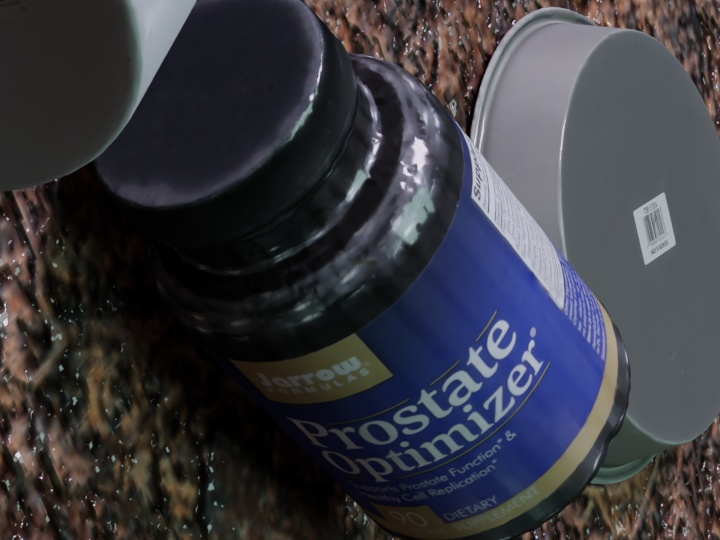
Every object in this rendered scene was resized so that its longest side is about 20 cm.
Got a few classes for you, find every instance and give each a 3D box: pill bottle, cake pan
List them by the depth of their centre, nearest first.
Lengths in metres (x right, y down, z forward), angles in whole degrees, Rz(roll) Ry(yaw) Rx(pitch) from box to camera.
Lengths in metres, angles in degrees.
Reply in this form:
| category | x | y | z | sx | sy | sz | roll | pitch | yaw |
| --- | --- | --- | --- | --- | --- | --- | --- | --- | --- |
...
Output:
| category | x | y | z | sx | sy | sz | roll | pitch | yaw |
| --- | --- | --- | --- | --- | --- | --- | --- | --- | --- |
| pill bottle | 0.000 | 0.000 | 0.980 | 0.200 | 0.112 | 0.112 | 47 | 45 | -43 |
| cake pan | 0.107 | -0.012 | 1.236 | 0.200 | 0.037 | 0.201 | 20 | 66 | -56 |

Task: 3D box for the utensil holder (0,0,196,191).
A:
| category | x | y | z | sx | sy | sz | roll | pitch | yaw |
| --- | --- | --- | --- | --- | --- | --- | --- | --- | --- |
| utensil holder | -0.098 | -0.145 | 0.801 | 0.170 | 0.170 | 0.200 | 56 | 42 | -36 |
